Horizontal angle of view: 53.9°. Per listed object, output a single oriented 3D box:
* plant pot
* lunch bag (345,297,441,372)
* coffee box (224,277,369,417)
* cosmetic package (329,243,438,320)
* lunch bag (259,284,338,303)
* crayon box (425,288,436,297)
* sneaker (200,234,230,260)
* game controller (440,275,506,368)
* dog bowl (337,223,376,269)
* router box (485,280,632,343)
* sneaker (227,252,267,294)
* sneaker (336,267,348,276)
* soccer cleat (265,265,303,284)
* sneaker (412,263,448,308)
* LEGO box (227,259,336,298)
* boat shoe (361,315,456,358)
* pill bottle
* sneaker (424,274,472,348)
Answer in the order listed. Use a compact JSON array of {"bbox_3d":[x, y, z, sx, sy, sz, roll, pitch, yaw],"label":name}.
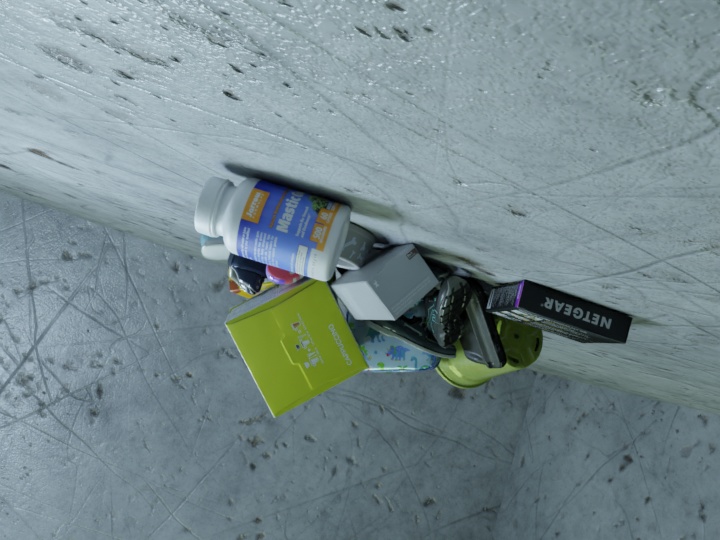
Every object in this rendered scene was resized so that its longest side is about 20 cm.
[{"bbox_3d":[0.273,0.144,1.485,0.200,0.201,0.184,20,162,-23],"label":"plant pot"},{"bbox_3d":[0.072,0.131,1.483,0.200,0.161,0.082,-4,177,20],"label":"lunch bag"},{"bbox_3d":[-0.123,0.126,1.356,0.200,0.200,0.198,-27,-172,-4],"label":"coffee box"},{"bbox_3d":[0.035,0.023,1.203,0.090,0.107,0.200,55,164,-12],"label":"cosmetic package"},{"bbox_3d":[-0.170,0.106,1.556,0.200,0.127,0.170,8,154,-32],"label":"lunch bag"},{"bbox_3d":[0.059,0.066,1.599,0.200,0.051,0.127,17,-143,15],"label":"crayon box"},{"bbox_3d":[-0.262,-0.071,1.597,0.200,0.082,0.074,4,141,-30],"label":"sneaker"},{"bbox_3d":[0.215,0.100,1.351,0.104,0.042,0.200,19,136,57],"label":"game controller"},{"bbox_3d":[-0.076,-0.055,1.189,0.200,0.059,0.200,18,173,2],"label":"dog bowl"},{"bbox_3d":[0.336,0.075,1.216,0.200,0.051,0.149,18,172,-8],"label":"router box"},{"bbox_3d":[-0.169,-0.013,1.413,0.202,0.146,0.077,19,172,-30],"label":"sneaker"},{"bbox_3d":[0.000,0.001,1.418,0.201,0.067,0.108,29,177,-35],"label":"sneaker"},{"bbox_3d":[-0.124,-0.006,1.304,0.067,0.077,0.200,30,-155,4],"label":"soccer cleat"},{"bbox_3d":[0.104,0.031,1.307,0.077,0.086,0.200,17,174,-8],"label":"sneaker"},{"bbox_3d":[-0.173,0.009,1.583,0.200,0.077,0.149,-10,165,16],"label":"LEGO box"},{"bbox_3d":[0.104,0.114,1.378,0.200,0.062,0.073,23,-179,-5],"label":"boat shoe"},{"bbox_3d":[-0.122,-0.065,0.986,0.200,0.112,0.112,17,174,3],"label":"pill bottle"},{"bbox_3d":[0.148,0.067,1.293,0.079,0.075,0.200,48,156,29],"label":"sneaker"}]
